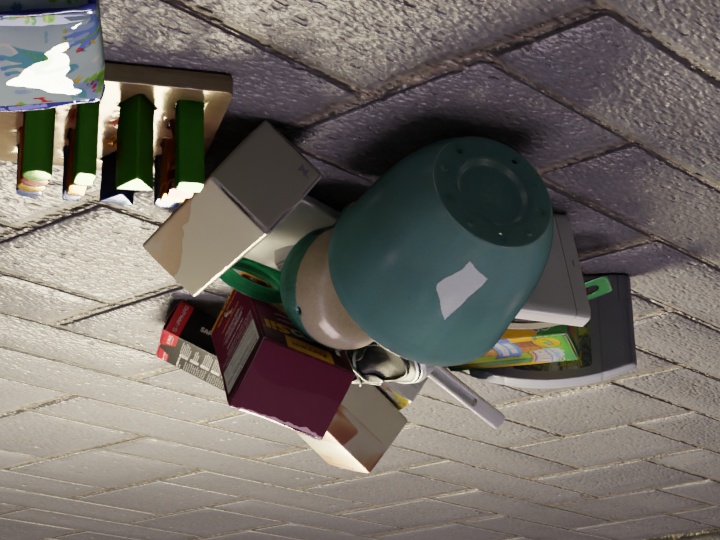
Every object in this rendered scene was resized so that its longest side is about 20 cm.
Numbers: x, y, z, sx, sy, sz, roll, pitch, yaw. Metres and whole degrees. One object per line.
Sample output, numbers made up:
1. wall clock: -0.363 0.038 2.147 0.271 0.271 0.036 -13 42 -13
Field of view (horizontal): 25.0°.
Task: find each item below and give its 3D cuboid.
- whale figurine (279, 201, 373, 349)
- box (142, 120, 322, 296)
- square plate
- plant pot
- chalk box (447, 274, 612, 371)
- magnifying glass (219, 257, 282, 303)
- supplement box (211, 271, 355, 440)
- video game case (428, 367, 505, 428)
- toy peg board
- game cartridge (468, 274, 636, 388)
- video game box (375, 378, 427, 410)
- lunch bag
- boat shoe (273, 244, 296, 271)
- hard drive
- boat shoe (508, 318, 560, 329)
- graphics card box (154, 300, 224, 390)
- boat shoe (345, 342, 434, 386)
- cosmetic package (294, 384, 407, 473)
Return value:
1. whale figurine: 0.000 0.000 1.702 0.200 0.159 0.104 -30 -154 -35
2. box: -0.127 -0.057 1.576 0.078 0.095 0.200 45 147 -6
3. square plate: -0.088 -0.037 1.767 0.198 0.028 0.200 -13 158 31
4. plant pot: 0.092 -0.034 1.554 0.200 0.201 0.161 8 145 -24
5. chalk box: 0.186 0.037 1.850 0.200 0.124 0.124 -6 161 14
6. magnifying glass: -0.078 0.019 1.797 0.200 0.022 0.080 11 -159 -45
7. supplement box: -0.086 0.089 1.741 0.110 0.086 0.200 23 -166 -18
8. video game case: 0.065 0.100 1.930 0.182 0.023 0.200 39 178 -29
9. toy peg board: -0.231 -0.101 1.469 0.200 0.098 0.199 4 160 -15
10. game cartridge: 0.228 0.075 1.948 0.200 0.133 0.041 -4 162 5
11. video game box: -0.024 0.112 2.018 0.182 0.047 0.200 40 159 -3
12. lunch bag: -0.289 -0.191 1.162 0.200 0.128 0.170 -8 162 -9
13. boat shoe: -0.015 0.018 1.785 0.072 0.069 0.200 -16 157 35
14. hard drive: 0.139 -0.013 1.691 0.200 0.132 0.027 8 145 -24
15. boat shoe: 0.133 0.021 1.754 0.200 0.063 0.073 8 -167 22
16. graphics card box: -0.159 0.118 2.066 0.200 0.051 0.125 28 157 -1
17. boat shoe: 0.009 0.100 1.781 0.071 0.072 0.200 -28 -170 -26
18. cosmetic package: -0.052 0.146 1.947 0.200 0.087 0.103 47 159 -23
